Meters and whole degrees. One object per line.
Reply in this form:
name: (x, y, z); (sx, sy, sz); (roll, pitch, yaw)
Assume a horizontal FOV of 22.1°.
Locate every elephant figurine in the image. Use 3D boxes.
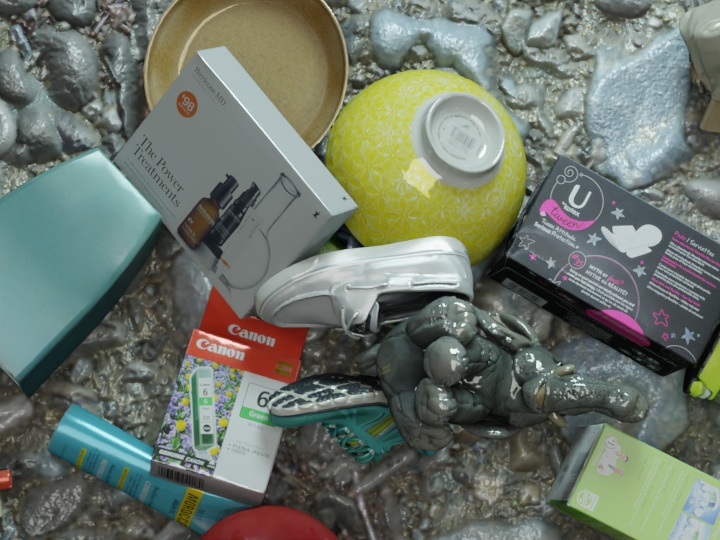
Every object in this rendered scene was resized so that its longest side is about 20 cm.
elephant figurine: (0.125, 0.100, 1.634); (0.199, 0.142, 0.156); (6, 47, -30)

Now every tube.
tube: (-0.195, 0.194, 1.721); (0.199, 0.078, 0.051); (28, 52, 3)

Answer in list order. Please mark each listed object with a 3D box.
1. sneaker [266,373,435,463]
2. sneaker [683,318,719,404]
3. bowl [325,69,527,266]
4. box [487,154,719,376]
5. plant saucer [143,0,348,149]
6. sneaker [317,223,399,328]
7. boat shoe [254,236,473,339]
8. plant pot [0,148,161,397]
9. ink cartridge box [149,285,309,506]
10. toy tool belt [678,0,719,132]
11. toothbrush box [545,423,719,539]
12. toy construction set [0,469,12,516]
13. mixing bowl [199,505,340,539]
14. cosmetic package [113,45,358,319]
sneaker: (0.003, 0.139, 1.694); (0.199, 0.077, 0.080); (5, 96, -35)
sneaker: (0.385, 0.045, 1.749); (0.081, 0.074, 0.201); (30, 91, -5)
bowl: (0.077, -0.106, 1.701); (0.199, 0.108, 0.202); (7, 69, -20)
box: (0.237, -0.003, 1.719); (0.199, 0.132, 0.115); (30, 81, 1)
plant saucer: (-0.107, -0.187, 1.760); (0.199, 0.035, 0.202); (-1, 84, 8)
sneaker: (0.000, 0.000, 1.734); (0.199, 0.081, 0.074); (22, 85, 0)
boat shoe: (0.005, 0.026, 1.659); (0.198, 0.072, 0.069); (-9, 53, -6)
plant pot: (-0.286, -0.009, 1.701); (0.200, 0.141, 0.141); (-44, 88, -11)
ink cartridge box: (-0.115, 0.107, 1.707); (0.108, 0.050, 0.201); (16, 66, -1)
toy tool belt: (0.412, -0.211, 1.767); (0.199, 0.125, 0.124); (-17, 116, -1)
toothbrush box: (0.283, 0.222, 1.691); (0.199, 0.146, 0.087); (25, 83, 0)
toy construction set: (-0.410, 0.226, 1.699); (0.198, 0.092, 0.132); (-9, 84, 8)
mixing bowl: (-0.084, 0.288, 1.670); (0.199, 0.109, 0.201); (-4, 126, -6)
cosmetic package: (-0.117, -0.081, 1.689); (0.200, 0.052, 0.151); (50, 120, 12)
